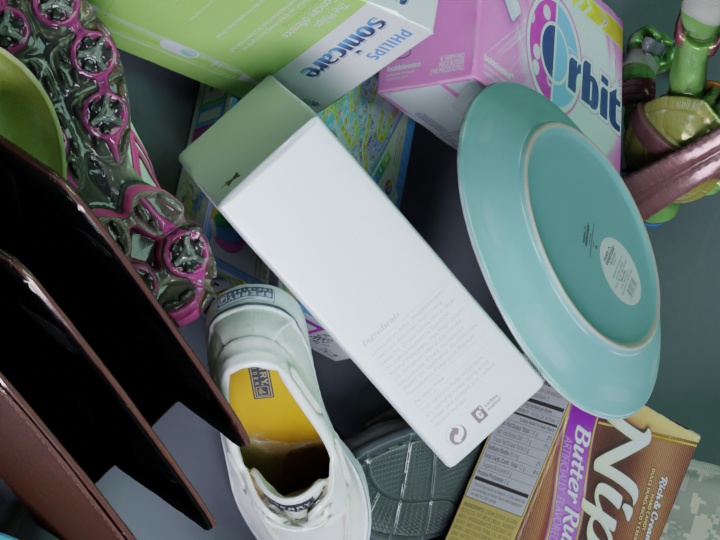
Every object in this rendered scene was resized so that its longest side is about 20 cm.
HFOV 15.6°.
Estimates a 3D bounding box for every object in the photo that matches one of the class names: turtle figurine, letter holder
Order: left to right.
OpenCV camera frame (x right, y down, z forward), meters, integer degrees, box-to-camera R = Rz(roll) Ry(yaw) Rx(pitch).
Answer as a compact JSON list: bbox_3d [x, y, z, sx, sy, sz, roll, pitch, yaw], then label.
[{"bbox_3d":[-0.128,0.053,1.229,0.101,0.142,0.200,-45,131,-15],"label":"letter holder"},{"bbox_3d":[0.237,-0.120,1.655,0.199,0.194,0.144,-8,56,-23],"label":"turtle figurine"}]

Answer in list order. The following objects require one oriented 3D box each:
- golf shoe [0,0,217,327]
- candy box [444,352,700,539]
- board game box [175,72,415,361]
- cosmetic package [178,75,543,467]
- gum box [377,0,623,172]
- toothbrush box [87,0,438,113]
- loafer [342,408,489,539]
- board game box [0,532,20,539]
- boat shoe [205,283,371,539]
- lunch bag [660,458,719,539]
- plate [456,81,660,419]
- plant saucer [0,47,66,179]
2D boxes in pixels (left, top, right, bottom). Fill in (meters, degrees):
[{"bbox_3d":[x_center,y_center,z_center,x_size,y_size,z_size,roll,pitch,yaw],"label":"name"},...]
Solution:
[{"bbox_3d":[-0.146,-0.060,1.346,0.072,0.092,0.200,-27,101,-15],"label":"golf shoe"},{"bbox_3d":[0.107,0.161,1.490,0.117,0.056,0.201,30,82,-41],"label":"candy box"},{"bbox_3d":[-0.034,-0.067,1.483,0.134,0.034,0.201,30,60,-35],"label":"board game box"},{"bbox_3d":[0.000,0.000,1.389,0.071,0.101,0.200,-42,114,-1],"label":"cosmetic package"},{"bbox_3d":[0.091,-0.126,1.564,0.200,0.066,0.114,32,57,-53],"label":"gum box"},{"bbox_3d":[-0.074,-0.168,1.367,0.200,0.146,0.086,22,63,-22],"label":"toothbrush box"},{"bbox_3d":[0.045,0.108,1.506,0.200,0.063,0.072,-6,114,-41],"label":"loafer"},{"bbox_3d":[-0.221,0.185,1.226,0.200,0.047,0.151,28,61,-35],"label":"board game box"},{"bbox_3d":[-0.037,0.102,1.361,0.070,0.071,0.200,-93,173,-50],"label":"boat shoe"},{"bbox_3d":[0.220,0.221,1.592,0.200,0.117,0.164,34,57,-25],"label":"lunch bag"},{"bbox_3d":[0.121,-0.016,1.458,0.200,0.026,0.201,37,40,-40],"label":"plate"},{"bbox_3d":[-0.227,-0.023,1.230,0.200,0.031,0.201,-26,131,-34],"label":"plant saucer"}]
